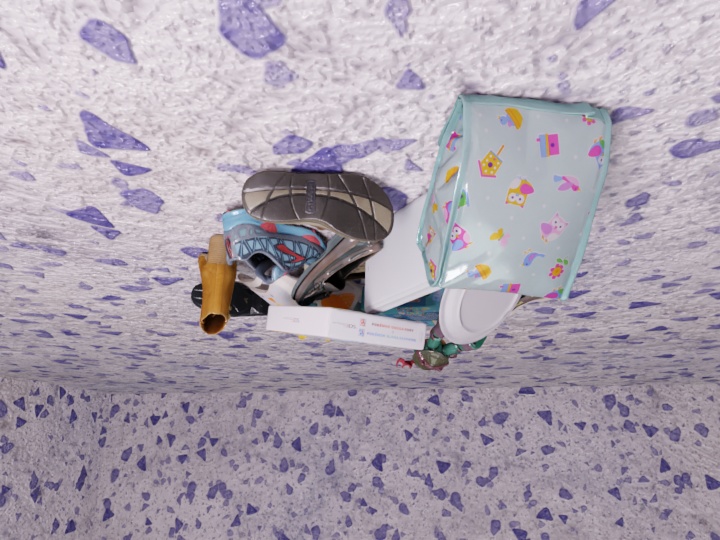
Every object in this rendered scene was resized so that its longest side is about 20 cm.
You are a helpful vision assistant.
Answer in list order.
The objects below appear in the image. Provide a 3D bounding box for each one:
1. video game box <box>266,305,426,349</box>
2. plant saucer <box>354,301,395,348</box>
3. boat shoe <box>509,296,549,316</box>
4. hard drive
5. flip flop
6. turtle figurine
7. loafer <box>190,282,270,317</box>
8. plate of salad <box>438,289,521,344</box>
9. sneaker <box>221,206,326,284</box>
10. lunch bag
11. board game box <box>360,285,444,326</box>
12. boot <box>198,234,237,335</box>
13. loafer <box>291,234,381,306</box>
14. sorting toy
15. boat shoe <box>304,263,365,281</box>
[{"bbox_3d":[-0.027,0.089,0.886,0.179,0.048,0.198,15,169,-33],"label":"video game box"},{"bbox_3d":[0.002,0.093,1.189,0.199,0.039,0.201,33,178,1],"label":"plant saucer"},{"bbox_3d":[0.290,0.041,1.073,0.059,0.073,0.198,21,149,-34],"label":"boat shoe"},{"bbox_3d":[0.067,-0.025,0.781,0.026,0.135,0.199,12,159,-27],"label":"hard drive"},{"bbox_3d":[-0.052,-0.083,0.720,0.195,0.083,0.058,5,178,-8],"label":"flip flop"},{"bbox_3d":[0.141,0.138,1.061,0.147,0.103,0.200,11,155,-19],"label":"turtle figurine"},{"bbox_3d":[-0.253,0.066,1.167,0.196,0.074,0.072,10,164,-23],"label":"loafer"},{"bbox_3d":[0.201,0.030,0.929,0.198,0.203,0.048,19,-165,-43],"label":"plate of salad"},{"bbox_3d":[-0.131,-0.022,0.855,0.078,0.098,0.198,-15,157,40],"label":"sneaker"},{"bbox_3d":[0.160,-0.084,0.604,0.166,0.123,0.204,5,119,-7],"label":"lunch bag"},{"bbox_3d":[0.121,0.067,1.071,0.196,0.048,0.151,-5,160,27],"label":"board game box"},{"bbox_3d":[-0.251,0.039,0.965,0.069,0.147,0.201,6,161,-14],"label":"boot"},{"bbox_3d":[-0.040,0.003,0.861,0.071,0.063,0.200,-23,159,-50],"label":"loafer"},{"bbox_3d":[-0.132,0.045,1.037,0.178,0.109,0.198,31,159,-28],"label":"sorting toy"},{"bbox_3d":[0.000,0.000,0.968,0.195,0.064,0.073,2,162,-3],"label":"boat shoe"}]
